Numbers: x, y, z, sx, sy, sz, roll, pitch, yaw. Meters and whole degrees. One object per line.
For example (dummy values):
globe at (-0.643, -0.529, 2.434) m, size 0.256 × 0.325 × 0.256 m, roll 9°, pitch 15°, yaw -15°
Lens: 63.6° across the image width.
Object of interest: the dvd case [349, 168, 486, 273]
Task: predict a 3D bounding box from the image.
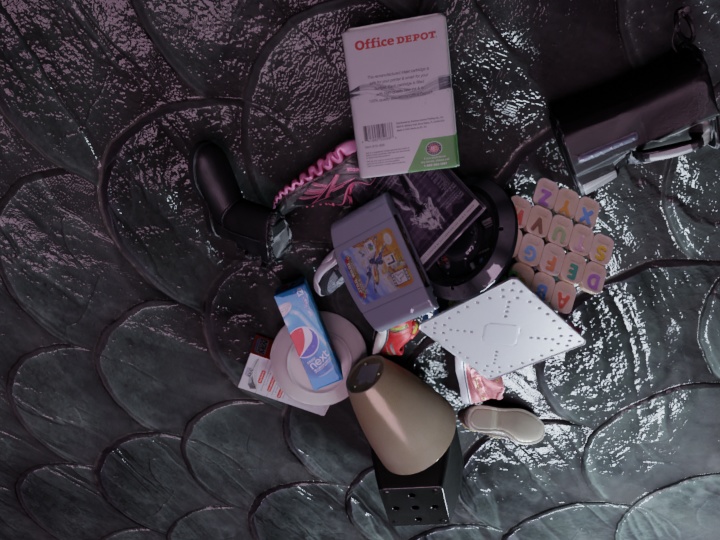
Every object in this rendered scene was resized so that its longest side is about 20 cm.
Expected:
dvd case at (0.082, -0.118, 0.926) m, size 0.200 × 0.016 × 0.149 m, roll 49°, pitch 120°, yaw 14°

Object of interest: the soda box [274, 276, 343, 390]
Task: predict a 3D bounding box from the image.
soda box at (-0.098, 0.119, 1.107) m, size 0.063 × 0.068 × 0.202 m, roll -22°, pitch 103°, yaw 0°

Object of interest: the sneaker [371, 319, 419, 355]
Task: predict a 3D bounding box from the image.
sneaker at (0.076, 0.092, 1.115) m, size 0.084 × 0.078 × 0.201 m, roll 9°, pitch 136°, yaw -6°

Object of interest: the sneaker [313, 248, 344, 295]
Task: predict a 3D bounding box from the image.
sneaker at (0.000, 0.000, 1.023) m, size 0.114 × 0.075 × 0.200 m, roll 48°, pitch 120°, yaw 16°

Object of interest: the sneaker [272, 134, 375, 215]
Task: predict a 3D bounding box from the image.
sneaker at (-0.059, -0.133, 0.955) m, size 0.199 × 0.079 × 0.096 m, roll -30°, pitch 107°, yaw 26°

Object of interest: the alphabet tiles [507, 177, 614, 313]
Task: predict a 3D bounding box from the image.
alphabet tiles at (0.314, -0.041, 0.937) m, size 0.198 × 0.015 × 0.198 m, roll 22°, pitch 81°, yaw -9°

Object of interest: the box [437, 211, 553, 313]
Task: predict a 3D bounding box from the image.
box at (0.207, -0.007, 0.995) m, size 0.198 × 0.046 × 0.161 m, roll -24°, pitch 89°, yaw 22°

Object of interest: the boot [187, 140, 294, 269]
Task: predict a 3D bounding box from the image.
boot at (-0.195, -0.106, 0.962) m, size 0.161 × 0.073 × 0.200 m, roll 25°, pitch 138°, yaw 28°

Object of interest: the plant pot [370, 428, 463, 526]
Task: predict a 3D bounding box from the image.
plant pot at (0.122, 0.446, 1.287) m, size 0.197 × 0.178 × 0.201 m, roll -6°, pitch 124°, yaw 13°

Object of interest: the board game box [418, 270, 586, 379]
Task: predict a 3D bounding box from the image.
board game box at (0.232, 0.097, 0.963) m, size 0.199 × 0.026 × 0.199 m, roll 37°, pitch 132°, yaw -26°

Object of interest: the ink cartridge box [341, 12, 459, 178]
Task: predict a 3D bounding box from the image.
ink cartridge box at (0.061, -0.244, 0.829) m, size 0.145 × 0.083 × 0.203 m, roll -4°, pitch 105°, yaw 10°

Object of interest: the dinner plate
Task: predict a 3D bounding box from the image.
dinner plate at (-0.083, 0.182, 1.169) m, size 0.197 × 0.024 × 0.203 m, roll -1°, pitch 102°, yaw -4°

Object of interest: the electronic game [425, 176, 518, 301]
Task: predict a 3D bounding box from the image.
electronic game at (0.163, -0.051, 0.928) m, size 0.041 × 0.202 × 0.200 m, roll 17°, pitch 132°, yaw -41°

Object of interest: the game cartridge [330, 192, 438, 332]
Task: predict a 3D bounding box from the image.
game cartridge at (0.031, -0.007, 0.946) m, size 0.132 × 0.041 × 0.202 m, roll -26°, pitch 87°, yaw 25°

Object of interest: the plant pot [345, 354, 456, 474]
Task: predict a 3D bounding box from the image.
plant pot at (0.063, 0.267, 1.160) m, size 0.186 × 0.188 × 0.201 m, roll -25°, pitch 119°, yaw 23°

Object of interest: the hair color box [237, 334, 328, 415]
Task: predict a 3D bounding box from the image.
hair color box at (-0.148, 0.223, 1.234) m, size 0.198 × 0.064 × 0.112 m, roll 20°, pitch 125°, yaw -9°

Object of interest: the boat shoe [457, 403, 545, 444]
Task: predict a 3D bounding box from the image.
boat shoe at (0.304, 0.328, 1.253) m, size 0.198 × 0.073 × 0.059 m, roll 14°, pitch 168°, yaw -18°

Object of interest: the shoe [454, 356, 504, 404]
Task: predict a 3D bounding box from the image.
shoe at (0.237, 0.191, 1.162) m, size 0.090 × 0.072 × 0.202 m, roll -8°, pitch 129°, yaw 11°

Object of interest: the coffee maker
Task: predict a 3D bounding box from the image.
coffee maker at (0.374, -0.229, 0.825) m, size 0.198 × 0.135 × 0.194 m, roll -20°, pitch 97°, yaw 18°
